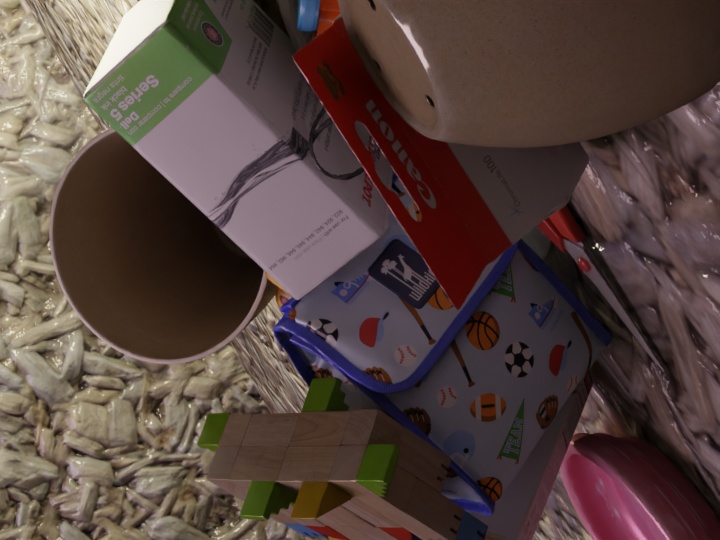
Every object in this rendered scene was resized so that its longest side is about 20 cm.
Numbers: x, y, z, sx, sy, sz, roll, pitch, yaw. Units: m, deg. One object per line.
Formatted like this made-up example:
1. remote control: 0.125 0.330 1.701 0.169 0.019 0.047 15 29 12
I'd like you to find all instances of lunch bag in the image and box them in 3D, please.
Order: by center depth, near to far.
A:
1. lunch bag: 0.053 0.045 1.154 0.200 0.170 0.124 47 157 -18

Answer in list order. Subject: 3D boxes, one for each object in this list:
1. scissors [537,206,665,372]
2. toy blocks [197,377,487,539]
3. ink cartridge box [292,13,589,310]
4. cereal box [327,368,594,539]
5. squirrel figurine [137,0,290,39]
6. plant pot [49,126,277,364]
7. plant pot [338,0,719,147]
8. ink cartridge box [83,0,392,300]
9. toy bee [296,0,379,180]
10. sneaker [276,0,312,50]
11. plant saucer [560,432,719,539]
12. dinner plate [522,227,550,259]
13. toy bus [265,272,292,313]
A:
1. scissors: 0.147 -0.017 1.102 0.200 0.014 0.073 49 150 10
2. toy blocks: -0.003 0.149 1.118 0.199 0.100 0.137 -6 146 46
3. ink cartridge box: 0.053 -0.088 0.911 0.163 0.057 0.200 56 -158 -9
4. cereal box: 0.078 0.139 1.244 0.143 0.201 0.040 12 151 25
5. squirrel figurine: -0.073 -0.177 1.247 0.187 0.141 0.200 55 -173 -28
6. plant pot: -0.121 -0.038 1.329 0.188 0.187 0.200 57 -158 2
7. plant pot: 0.067 -0.140 0.817 0.201 0.134 0.200 54 168 17
8. ink cartridge box: -0.075 -0.099 1.099 0.200 0.084 0.146 45 -157 -19
9. toy bee: -0.019 -0.168 1.059 0.130 0.201 0.109 26 178 -7
10. sneaker: -0.051 -0.241 1.138 0.118 0.073 0.201 22 127 61
11. plant saucer: 0.230 0.203 1.262 0.201 0.051 0.201 53 167 17
12. dinner plate: 0.073 -0.087 1.210 0.200 0.024 0.200 54 169 15
13. toy bus: 0.000 0.000 1.251 0.065 0.079 0.200 32 -158 28
